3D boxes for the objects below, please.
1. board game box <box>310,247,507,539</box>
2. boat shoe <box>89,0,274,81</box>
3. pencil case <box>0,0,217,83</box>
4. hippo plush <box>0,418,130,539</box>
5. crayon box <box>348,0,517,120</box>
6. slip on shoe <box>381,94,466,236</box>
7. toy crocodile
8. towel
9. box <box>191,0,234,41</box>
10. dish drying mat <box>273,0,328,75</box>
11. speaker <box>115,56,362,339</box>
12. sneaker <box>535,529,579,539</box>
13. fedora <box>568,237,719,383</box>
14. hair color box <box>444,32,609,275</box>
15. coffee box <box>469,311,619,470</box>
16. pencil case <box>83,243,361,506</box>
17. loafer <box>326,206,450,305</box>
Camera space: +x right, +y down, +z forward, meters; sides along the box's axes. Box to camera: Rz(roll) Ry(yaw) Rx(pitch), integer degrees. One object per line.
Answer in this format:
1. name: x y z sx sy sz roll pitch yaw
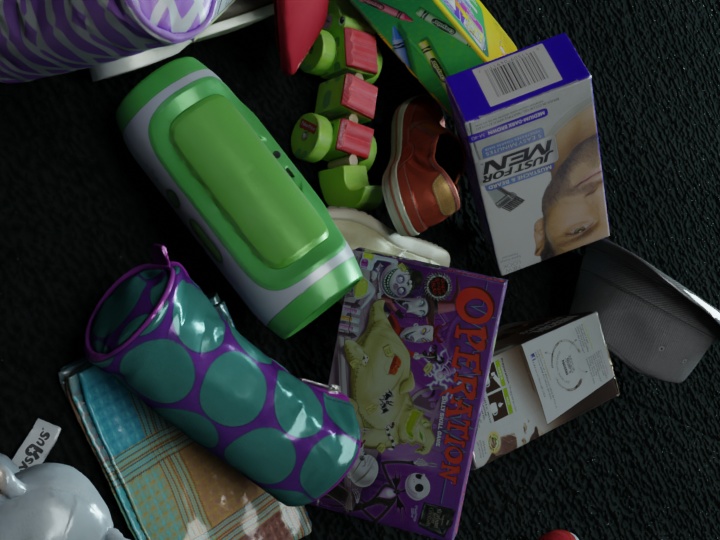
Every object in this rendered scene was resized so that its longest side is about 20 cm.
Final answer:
1. board game box: 0.034 0.093 0.937 0.032 0.119 0.202 -33 134 -78
2. boat shoe: -0.124 -0.200 0.925 0.201 0.072 0.061 -31 107 -38
3. pencil case: -0.179 -0.172 0.789 0.084 0.199 0.086 10 81 -50
4. hippo plush: -0.189 0.173 0.727 0.159 0.160 0.201 37 59 -30
5. crayon box: 0.064 -0.216 1.073 0.200 0.058 0.119 44 27 -28
6. slip on shoe: 0.060 -0.093 1.038 0.200 0.061 0.074 -78 147 -61
7. toy crocodile: -0.011 -0.144 1.022 0.067 0.062 0.202 14 71 -40
8. towel: -0.118 0.132 0.896 0.146 0.022 0.201 -29 101 -41
9. box: -0.126 -0.293 0.877 0.175 0.097 0.200 33 54 3
10. dish drying mat: -0.043 -0.224 0.895 0.018 0.200 0.077 26 68 11
11. speaker: -0.087 -0.052 0.885 0.088 0.088 0.200 -35 85 -41
12. sneaker: 0.113 0.257 1.045 0.200 0.071 0.113 -39 111 -38
13. fedora: 0.264 0.045 1.192 0.199 0.177 0.091 29 93 -38
14. hair color box: 0.146 -0.093 1.060 0.201 0.109 0.065 68 2 -51
15. coffee box: 0.112 0.102 1.048 0.199 0.113 0.080 -18 93 -42
16. pencil case: -0.091 0.077 0.859 0.200 0.085 0.093 41 74 -30
17. loafer: 0.000 0.000 0.993 0.199 0.075 0.069 13 67 -40
